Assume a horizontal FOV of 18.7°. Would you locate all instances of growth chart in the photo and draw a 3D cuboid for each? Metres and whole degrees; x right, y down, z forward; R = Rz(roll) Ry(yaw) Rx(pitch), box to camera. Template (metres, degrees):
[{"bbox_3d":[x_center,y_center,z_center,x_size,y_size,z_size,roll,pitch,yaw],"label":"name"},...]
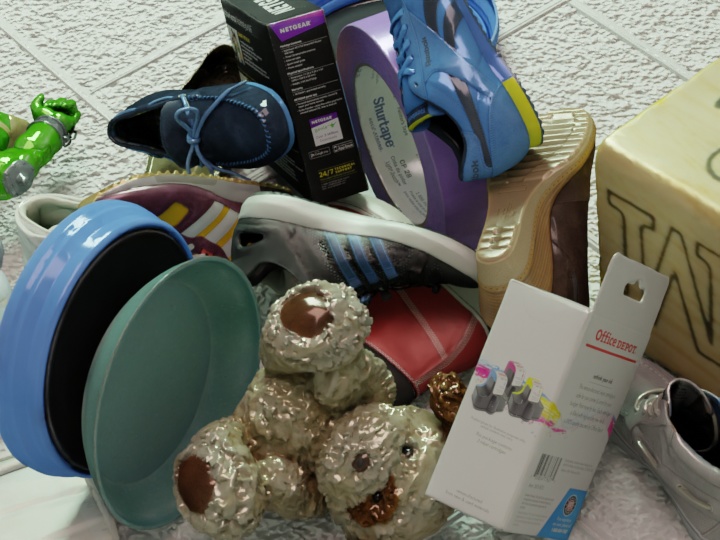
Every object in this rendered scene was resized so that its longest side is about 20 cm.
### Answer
[{"bbox_3d":[-0.237,0.194,1.579,0.144,0.018,0.200,-12,44,-4],"label":"growth chart"}]

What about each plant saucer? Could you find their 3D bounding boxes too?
[{"bbox_3d":[-0.140,0.083,1.549,0.036,0.200,0.200,16,48,28],"label":"plant saucer"}]

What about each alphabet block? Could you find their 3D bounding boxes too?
[{"bbox_3d":[0.308,-0.023,1.601,0.195,0.197,0.200,-34,49,-27],"label":"alphabet block"}]

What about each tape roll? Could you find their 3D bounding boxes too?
[{"bbox_3d":[0.051,-0.108,1.721,0.066,0.200,0.200,-22,45,-14],"label":"tape roll"}]

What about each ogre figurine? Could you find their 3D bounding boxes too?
[{"bbox_3d":[-0.341,-0.088,1.835,0.200,0.098,0.120,5,32,-3],"label":"ogre figurine"}]

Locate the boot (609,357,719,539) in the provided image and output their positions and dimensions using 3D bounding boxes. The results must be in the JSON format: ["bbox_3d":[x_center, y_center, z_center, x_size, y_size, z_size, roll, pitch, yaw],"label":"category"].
[{"bbox_3d":[0.226,0.104,1.549,0.073,0.096,0.200,-22,45,-15],"label":"boot"}]

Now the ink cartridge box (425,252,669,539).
[{"bbox_3d":[0.131,0.078,1.504,0.068,0.115,0.200,23,91,29],"label":"ink cartridge box"}]

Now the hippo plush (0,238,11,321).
[{"bbox_3d":[-0.342,0.025,1.666,0.159,0.161,0.200,19,49,25],"label":"hippo plush"}]

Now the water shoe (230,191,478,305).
[{"bbox_3d":[0.000,0.000,1.637,0.200,0.072,0.079,14,83,15],"label":"water shoe"}]

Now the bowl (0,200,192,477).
[{"bbox_3d":[-0.181,0.052,1.553,0.039,0.201,0.201,17,48,28],"label":"bowl"}]

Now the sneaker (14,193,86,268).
[{"bbox_3d":[-0.199,0.016,1.690,0.200,0.116,0.074,31,54,32],"label":"sneaker"}]

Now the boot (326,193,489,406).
[{"bbox_3d":[-0.004,0.028,1.684,0.144,0.072,0.200,-32,52,-22],"label":"boot"}]

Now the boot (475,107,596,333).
[{"bbox_3d":[0.143,-0.005,1.628,0.072,0.167,0.200,1,43,29],"label":"boot"}]

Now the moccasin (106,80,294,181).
[{"bbox_3d":[-0.128,-0.104,1.728,0.068,0.081,0.200,-21,12,-35],"label":"moccasin"}]

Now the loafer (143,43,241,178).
[{"bbox_3d":[-0.140,-0.118,1.855,0.076,0.068,0.200,4,44,12],"label":"loafer"}]

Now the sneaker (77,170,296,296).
[{"bbox_3d":[-0.125,-0.022,1.685,0.200,0.075,0.090,1,75,-39],"label":"sneaker"}]

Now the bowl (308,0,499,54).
[{"bbox_3d":[0.024,-0.205,1.943,0.200,0.039,0.201,-4,44,4],"label":"bowl"}]

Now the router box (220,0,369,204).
[{"bbox_3d":[-0.056,-0.146,1.761,0.051,0.149,0.200,-18,18,-10],"label":"router box"}]

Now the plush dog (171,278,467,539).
[{"bbox_3d":[-0.009,0.130,1.549,0.172,0.160,0.200,32,87,18],"label":"plush dog"}]

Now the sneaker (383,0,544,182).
[{"bbox_3d":[0.051,-0.155,1.596,0.078,0.066,0.200,-29,76,-12],"label":"sneaker"}]
